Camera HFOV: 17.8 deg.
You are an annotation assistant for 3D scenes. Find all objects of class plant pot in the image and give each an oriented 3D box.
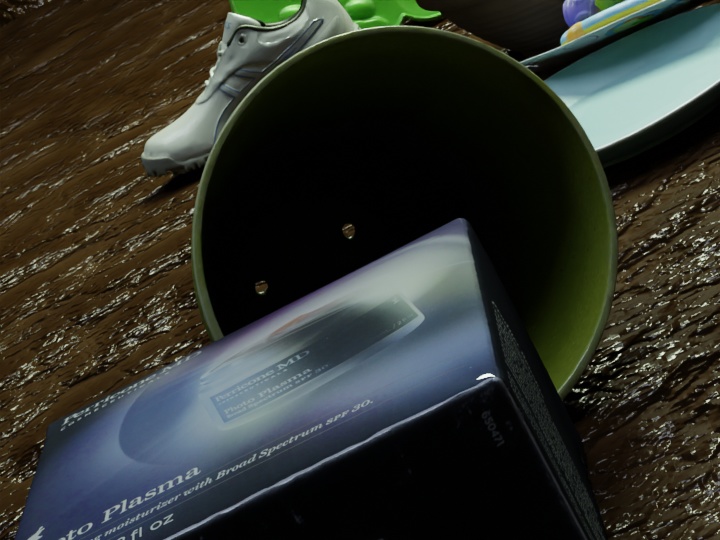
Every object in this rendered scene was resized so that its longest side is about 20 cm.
[{"bbox_3d":[0.137,-0.210,1.575,0.200,0.093,0.201,-27,16,8],"label":"plant pot"},{"bbox_3d":[0.000,0.000,1.066,0.187,0.188,0.200,-33,1,-14],"label":"plant pot"}]

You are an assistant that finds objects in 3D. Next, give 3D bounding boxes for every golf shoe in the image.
[{"bbox_3d":[-0.094,-0.150,1.774,0.199,0.098,0.078,-31,18,-1],"label":"golf shoe"}]

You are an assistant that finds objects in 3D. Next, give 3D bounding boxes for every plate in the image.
[{"bbox_3d":[0.155,-0.098,1.326,0.199,0.026,0.200,-27,16,9],"label":"plate"}]

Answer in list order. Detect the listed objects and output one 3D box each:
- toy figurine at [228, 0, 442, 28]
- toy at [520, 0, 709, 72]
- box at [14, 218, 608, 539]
[{"bbox_3d":[-0.020,-0.239,1.907,0.199,0.151,0.184,-8,4,-8],"label":"toy figurine"},{"bbox_3d":[0.180,-0.176,1.431,0.199,0.047,0.115,-18,-2,24],"label":"toy"},{"bbox_3d":[-0.018,0.096,0.855,0.199,0.124,0.198,-27,15,6],"label":"box"}]
